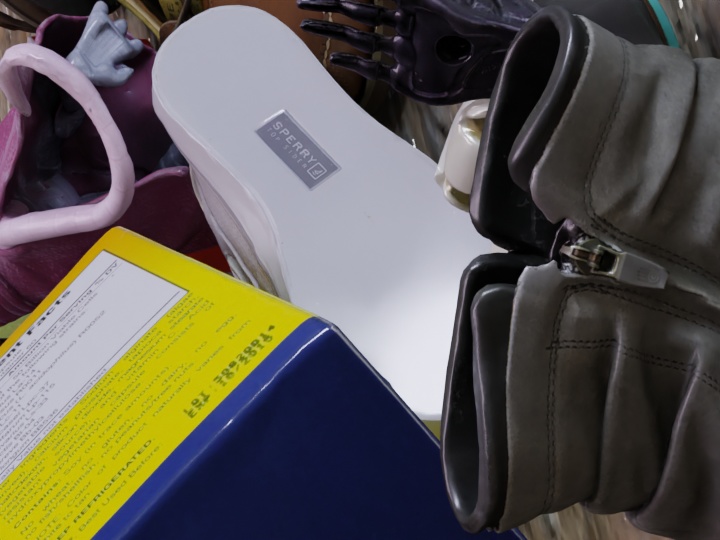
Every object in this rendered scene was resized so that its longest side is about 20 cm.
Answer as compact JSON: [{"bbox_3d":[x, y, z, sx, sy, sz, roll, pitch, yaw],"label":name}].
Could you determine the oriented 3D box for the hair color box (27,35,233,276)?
[{"bbox_3d":[-0.105,-0.016,1.150,0.200,0.063,0.112,-123,39,-59],"label":"hair color box"}]

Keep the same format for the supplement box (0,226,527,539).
[{"bbox_3d":[-0.049,0.073,0.807,0.109,0.110,0.200,-45,22,-10],"label":"supplement box"}]

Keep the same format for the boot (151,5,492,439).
[{"bbox_3d":[0.000,0.000,0.877,0.200,0.073,0.096,55,172,38],"label":"boot"}]

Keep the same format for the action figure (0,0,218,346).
[{"bbox_3d":[-0.136,-0.001,0.986,0.199,0.134,0.149,-35,8,16],"label":"action figure"}]

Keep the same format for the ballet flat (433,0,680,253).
[{"bbox_3d":[0.062,-0.021,0.683,0.201,0.068,0.068,-112,30,-48],"label":"ballet flat"}]

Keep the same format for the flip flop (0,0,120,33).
[{"bbox_3d":[-0.156,-0.141,1.200,0.200,0.057,0.082,-56,-54,-83],"label":"flip flop"}]

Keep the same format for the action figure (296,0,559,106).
[{"bbox_3d":[0.045,-0.131,0.606,0.119,0.102,0.201,-58,7,42],"label":"action figure"}]

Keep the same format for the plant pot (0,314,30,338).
[{"bbox_3d":[-0.202,0.074,1.235,0.200,0.183,0.202,-178,90,-69],"label":"plant pot"}]

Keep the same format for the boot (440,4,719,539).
[{"bbox_3d":[0.074,0.048,0.553,0.068,0.130,0.202,-170,82,-69],"label":"boot"}]

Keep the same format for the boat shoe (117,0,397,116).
[{"bbox_3d":[-0.046,-0.097,0.984,0.200,0.068,0.073,-151,66,-66],"label":"boat shoe"}]
